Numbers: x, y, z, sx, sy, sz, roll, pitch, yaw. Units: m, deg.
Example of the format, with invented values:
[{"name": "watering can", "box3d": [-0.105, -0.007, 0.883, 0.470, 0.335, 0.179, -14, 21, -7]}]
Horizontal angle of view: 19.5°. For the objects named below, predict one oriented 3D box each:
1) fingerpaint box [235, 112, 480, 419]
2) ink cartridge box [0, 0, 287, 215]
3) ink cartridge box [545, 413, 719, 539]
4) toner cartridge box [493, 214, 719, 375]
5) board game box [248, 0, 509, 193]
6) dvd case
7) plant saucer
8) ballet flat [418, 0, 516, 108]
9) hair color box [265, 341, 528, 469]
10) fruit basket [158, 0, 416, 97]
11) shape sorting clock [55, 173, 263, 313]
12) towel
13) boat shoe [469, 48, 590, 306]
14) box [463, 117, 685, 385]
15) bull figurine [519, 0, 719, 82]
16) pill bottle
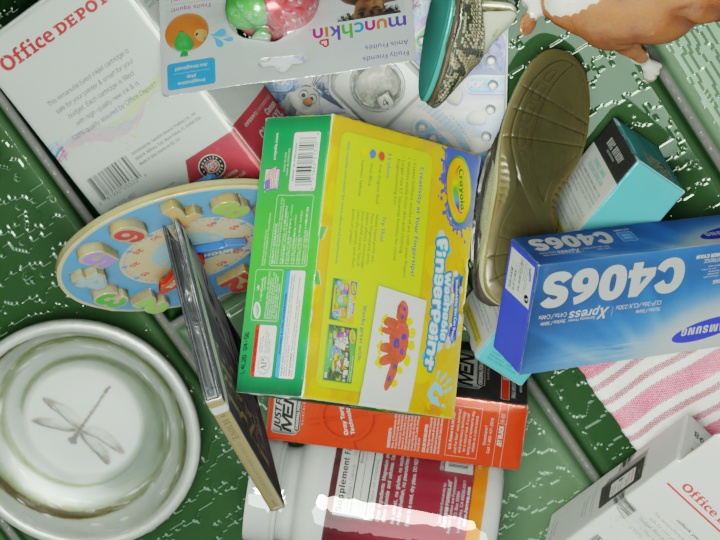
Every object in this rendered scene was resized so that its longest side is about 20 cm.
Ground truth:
[{"name": "fingerpaint box", "box3d": [0.000, 0.000, 1.522, 0.073, 0.167, 0.201, 1, 84, 43]}, {"name": "ink cartridge box", "box3d": [-0.166, -0.134, 1.577, 0.146, 0.083, 0.200, -29, 105, 31]}, {"name": "ink cartridge box", "box3d": [0.255, 0.198, 1.665, 0.116, 0.067, 0.200, 42, 122, -10]}, {"name": "toner cartridge box", "box3d": [0.201, 0.016, 1.555, 0.199, 0.043, 0.095, -7, 123, -24]}, {"name": "board game box", "box3d": [0.013, -0.142, 1.609, 0.199, 0.026, 0.201, 1, 110, 4]}, {"name": "dvd case", "box3d": [-0.098, 0.073, 1.536, 0.016, 0.149, 0.200, -18, 150, 3]}, {"name": "plant saucer", "box3d": [-0.226, 0.127, 1.708, 0.199, 0.050, 0.201, 1, 110, 3]}, {"name": "ballet flat", "box3d": [0.081, -0.218, 1.535, 0.075, 0.068, 0.201, -3, 106, -11]}, {"name": "hair color box", "box3d": [0.030, 0.097, 1.652, 0.199, 0.102, 0.061, 6, 114, 1]}, {"name": "fruit basket", "box3d": [-0.058, -0.226, 1.500, 0.185, 0.200, 0.094, -7, 149, 7]}, {"name": "shape sorting clock", "box3d": [-0.128, -0.014, 1.567, 0.200, 0.200, 0.039, -22, 71, 11]}, {"name": "towel", "box3d": [0.283, 0.112, 1.677, 0.146, 0.030, 0.200, -33, 104, 15]}, {"name": "boat shoe", "box3d": [0.119, -0.069, 1.584, 0.072, 0.066, 0.201, 17, 78, -24]}, {"name": "box", "box3d": [0.159, -0.014, 1.610, 0.049, 0.082, 0.200, 31, 110, -22]}, {"name": "bull figurine", "box3d": [0.210, -0.191, 1.526, 0.121, 0.200, 0.065, 23, 72, -40]}, {"name": "pill bottle", "box3d": [0.010, 0.189, 1.680, 0.199, 0.113, 0.113, 9, 110, 2]}]
